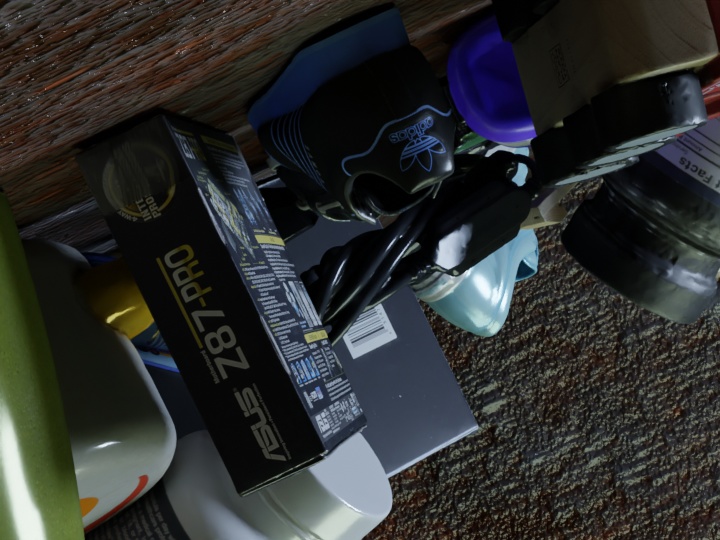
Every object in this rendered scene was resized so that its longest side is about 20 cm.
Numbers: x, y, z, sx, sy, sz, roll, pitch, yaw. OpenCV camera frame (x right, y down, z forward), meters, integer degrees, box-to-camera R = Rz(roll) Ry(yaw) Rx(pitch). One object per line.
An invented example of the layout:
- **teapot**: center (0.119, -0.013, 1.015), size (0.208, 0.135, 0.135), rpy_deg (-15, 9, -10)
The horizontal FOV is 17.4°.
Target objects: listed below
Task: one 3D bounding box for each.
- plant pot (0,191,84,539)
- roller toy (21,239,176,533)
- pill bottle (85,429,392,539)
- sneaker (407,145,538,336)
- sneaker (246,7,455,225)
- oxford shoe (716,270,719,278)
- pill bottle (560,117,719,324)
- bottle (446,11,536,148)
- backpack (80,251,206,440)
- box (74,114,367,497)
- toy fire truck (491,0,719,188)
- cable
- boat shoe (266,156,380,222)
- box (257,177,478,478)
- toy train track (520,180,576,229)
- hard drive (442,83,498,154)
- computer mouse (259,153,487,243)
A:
- **plant pot**: center (-0.194, 0.095, 0.991), size (0.187, 0.200, 0.187), rpy_deg (-25, 178, -1)
- **roller toy**: center (-0.197, 0.072, 1.180), size (0.182, 0.140, 0.200), rpy_deg (-15, 162, -47)
- **pill bottle**: center (-0.084, 0.157, 1.269), size (0.200, 0.120, 0.120), rpy_deg (-42, 172, 19)
- **sneaker**: center (0.084, -0.033, 1.573), size (0.074, 0.082, 0.200), rpy_deg (-24, -150, 40)
- **sneaker**: center (-0.002, -0.057, 1.064), size (0.070, 0.078, 0.200), rpy_deg (-24, 177, -8)
- **oxford shoe**: center (0.230, -0.072, 1.345), size (0.071, 0.074, 0.200), rpy_deg (1, -121, 45)
- **pill bottle**: center (0.191, -0.077, 1.222), size (0.200, 0.112, 0.112), rpy_deg (-58, 167, 16)
- **bottle**: center (0.094, -0.101, 1.230), size (0.083, 0.065, 0.200), rpy_deg (-23, 178, 9)
- **backpack**: center (-0.136, 0.065, 1.407), size (0.182, 0.135, 0.200), rpy_deg (18, -174, -29)
- **box**: center (-0.056, 0.014, 1.065), size (0.049, 0.161, 0.200), rpy_deg (-24, 179, 5)
- **toy fire truck**: center (0.170, -0.129, 1.034), size (0.200, 0.129, 0.176), rpy_deg (-14, 176, -9)
- **cable**: center (0.000, 0.000, 1.283), size (0.200, 0.051, 0.163), rpy_deg (-36, -172, -30)
- **boat shoe**: center (-0.008, -0.053, 1.279), size (0.076, 0.060, 0.200), rpy_deg (-27, 178, 2)
- **box**: center (-0.051, 0.055, 1.529), size (0.104, 0.200, 0.182), rpy_deg (-25, 177, -38)
- **toy train track**: center (0.149, -0.069, 1.386), size (0.115, 0.033, 0.200), rpy_deg (-13, -160, 42)
- **hard drive**: center (0.108, -0.113, 1.451), size (0.140, 0.038, 0.200), rpy_deg (-25, 178, -4)
- **computer mouse**: center (-0.018, -0.034, 1.384), size (0.200, 0.034, 0.059), rpy_deg (-11, -163, -1)
